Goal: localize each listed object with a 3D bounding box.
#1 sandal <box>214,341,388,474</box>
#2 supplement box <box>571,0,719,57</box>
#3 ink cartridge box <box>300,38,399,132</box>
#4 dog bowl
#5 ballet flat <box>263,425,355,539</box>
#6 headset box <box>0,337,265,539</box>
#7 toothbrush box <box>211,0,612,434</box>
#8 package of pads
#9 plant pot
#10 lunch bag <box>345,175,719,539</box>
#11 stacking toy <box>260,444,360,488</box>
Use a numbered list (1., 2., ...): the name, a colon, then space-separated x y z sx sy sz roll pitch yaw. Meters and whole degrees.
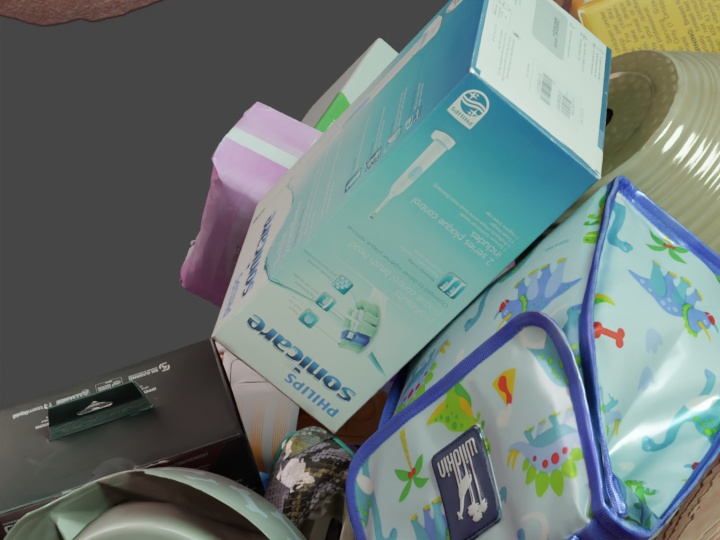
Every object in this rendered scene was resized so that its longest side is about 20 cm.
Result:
1. sandal: -0.025 0.088 1.534 0.205 0.080 0.059 0 35 13
2. supplement box: 0.229 -0.170 1.553 0.199 0.069 0.067 -26 10 5
3. ink cartridge box: 0.040 -0.022 1.593 0.084 0.200 0.146 -43 9 40
4. dog bowl: -0.100 0.195 1.355 0.200 0.200 0.059 -43 -4 23
5. ballet flat: -0.038 0.188 1.415 0.072 0.072 0.201 -100 26 -79
6. headset box: -0.128 0.133 1.465 0.148 0.200 0.077 -19 50 -3
7. toothbrush box: 0.027 -0.039 1.282 0.200 0.085 0.147 -44 15 25
8. package of pads: 0.000 0.000 1.472 0.076 0.199 0.121 -59 -6 -35
9. plant pot: 0.148 -0.048 1.330 0.200 0.093 0.201 -30 33 21
10. lunch bag: 0.085 0.083 1.195 0.170 0.127 0.201 -41 21 41
11. stacking toy: -0.055 0.175 1.590 0.200 0.085 0.085 -55 11 -21
